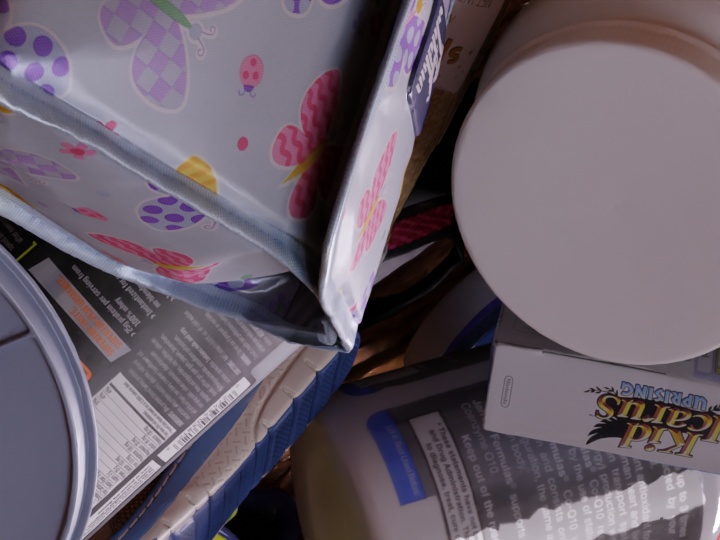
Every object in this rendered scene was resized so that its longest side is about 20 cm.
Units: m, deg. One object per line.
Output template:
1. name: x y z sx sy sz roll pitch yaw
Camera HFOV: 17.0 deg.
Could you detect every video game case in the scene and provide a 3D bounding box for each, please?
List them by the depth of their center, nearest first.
1. video game case: 0.151 0.012 0.960 0.200 0.181 0.046 -69 167 -59

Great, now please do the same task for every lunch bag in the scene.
1. lunch bag: -0.040 -0.086 0.696 0.200 0.127 0.170 34 69 -46

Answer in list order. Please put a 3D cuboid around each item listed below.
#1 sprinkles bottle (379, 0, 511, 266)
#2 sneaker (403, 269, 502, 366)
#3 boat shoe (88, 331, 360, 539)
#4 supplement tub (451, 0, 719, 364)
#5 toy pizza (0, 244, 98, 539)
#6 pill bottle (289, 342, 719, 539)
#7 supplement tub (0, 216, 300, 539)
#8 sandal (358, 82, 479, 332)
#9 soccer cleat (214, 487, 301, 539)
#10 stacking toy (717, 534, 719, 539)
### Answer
1. sprinkles bottle: 0.009 -0.081 0.884 0.068 0.068 0.200 -4 129 -46
2. sneaker: 0.133 0.055 1.097 0.200 0.147 0.081 -13 141 -41
3. boat shoe: -0.087 0.078 0.904 0.200 0.072 0.072 -47 164 -30
4. supplement tub: 0.125 -0.065 0.902 0.200 0.140 0.141 -49 163 -55
5. toy pizza: -0.177 0.044 0.722 0.200 0.032 0.201 1 120 2
6. pill bottle: 0.081 0.081 0.998 0.199 0.114 0.114 -15 139 -17
7. supplement tub: -0.109 0.024 0.819 0.200 0.123 0.123 -41 148 -4
8. sandal: 0.000 0.000 0.985 0.200 0.045 0.075 -40 146 -7
9. soccer cleat: -0.096 0.108 0.975 0.084 0.065 0.200 -38 158 21
10. stacking toy: 0.078 0.164 1.098 0.200 0.086 0.085 -31 150 13
